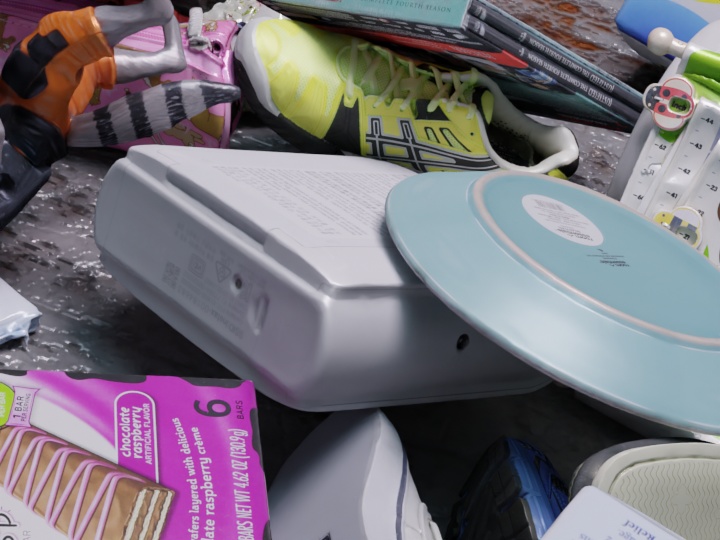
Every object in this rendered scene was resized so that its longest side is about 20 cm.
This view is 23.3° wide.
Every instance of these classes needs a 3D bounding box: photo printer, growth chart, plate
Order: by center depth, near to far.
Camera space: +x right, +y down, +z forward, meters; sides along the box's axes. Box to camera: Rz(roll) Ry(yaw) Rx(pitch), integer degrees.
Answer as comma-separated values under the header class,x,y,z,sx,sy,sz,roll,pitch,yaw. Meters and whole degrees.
class,x,y,z,sx,sy,sz,roll,pitch,yaw
plate,0.106,0.002,0.758,0.199,0.026,0.201,21,24,-10
photo printer,0.000,0.000,0.809,0.199,0.070,0.166,-1,26,-46
growth chart,0.179,-0.003,0.850,0.144,0.202,0.018,19,2,17

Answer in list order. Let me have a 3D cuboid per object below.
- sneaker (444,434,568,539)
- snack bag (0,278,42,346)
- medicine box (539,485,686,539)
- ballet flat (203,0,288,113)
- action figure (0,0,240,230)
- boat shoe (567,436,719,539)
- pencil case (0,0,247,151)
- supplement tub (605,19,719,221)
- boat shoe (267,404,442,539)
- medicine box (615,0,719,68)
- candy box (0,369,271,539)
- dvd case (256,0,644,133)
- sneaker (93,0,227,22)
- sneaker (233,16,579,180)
class,x,y,z,sx,sy,sz,roll,pitch,yaw
sneaker,0.094,0.152,0.708,0.078,0.076,0.201,7,42,-34
snack bag,-0.274,-0.005,0.791,0.188,0.022,0.200,-23,52,-41
medicine box,0.044,0.202,0.520,0.102,0.183,0.200,29,39,16
ballet flat,-0.018,-0.140,1.010,0.199,0.064,0.076,-19,88,-37
action figure,-0.156,-0.061,0.770,0.105,0.193,0.200,52,-4,-9
boat shoe,0.146,0.109,0.730,0.199,0.073,0.067,15,-6,-43
pencil case,-0.158,-0.113,0.914,0.198,0.087,0.083,13,20,-2
supplement tub,0.242,-0.029,0.917,0.199,0.145,0.144,29,39,16
boat shoe,0.007,0.124,0.700,0.066,0.072,0.200,47,9,-21
medicine box,0.288,-0.182,1.057,0.181,0.201,0.103,33,6,21
candy box,-0.135,0.104,0.664,0.198,0.061,0.137,2,42,-12
dvd case,0.055,-0.116,0.937,0.145,0.022,0.199,15,-3,40
sneaker,-0.151,-0.199,1.019,0.199,0.098,0.071,18,39,4
sneaker,0.027,-0.088,0.913,0.199,0.076,0.076,23,52,-24
